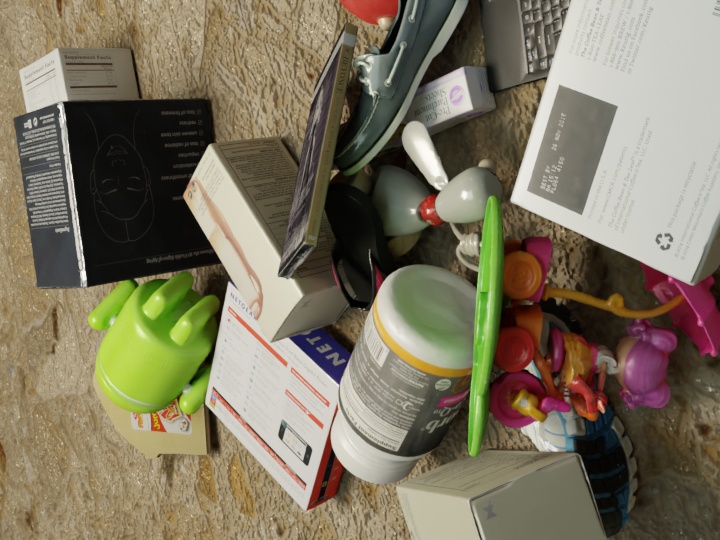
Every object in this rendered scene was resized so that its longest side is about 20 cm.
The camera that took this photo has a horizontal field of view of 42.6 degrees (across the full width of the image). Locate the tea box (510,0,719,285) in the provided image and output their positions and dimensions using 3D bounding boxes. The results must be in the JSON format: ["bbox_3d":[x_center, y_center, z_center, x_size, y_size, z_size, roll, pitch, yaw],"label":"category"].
[{"bbox_3d":[0.219,-0.124,0.600,0.132,0.195,0.204,27,117,28],"label":"tea box"}]

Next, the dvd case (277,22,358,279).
[{"bbox_3d":[-0.041,-0.104,0.853,0.149,0.016,0.204,139,142,-72],"label":"dvd case"}]

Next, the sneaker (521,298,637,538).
[{"bbox_3d":[0.170,0.131,0.797,0.086,0.074,0.204,-35,65,48],"label":"sneaker"}]

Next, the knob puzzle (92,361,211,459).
[{"bbox_3d":[-0.277,0.148,1.231,0.216,0.030,0.225,4,97,30],"label":"knob puzzle"}]

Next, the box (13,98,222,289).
[{"bbox_3d":[-0.278,-0.092,1.084,0.122,0.198,0.201,-3,96,44],"label":"box"}]

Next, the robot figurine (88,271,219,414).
[{"bbox_3d":[-0.247,0.092,1.115,0.175,0.116,0.201,40,124,0],"label":"robot figurine"}]

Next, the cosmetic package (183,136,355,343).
[{"bbox_3d":[-0.092,-0.037,0.986,0.202,0.102,0.088,57,133,21],"label":"cosmetic package"}]

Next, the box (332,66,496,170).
[{"bbox_3d":[0.039,-0.141,0.883,0.198,0.038,0.042,-15,88,44],"label":"box"}]

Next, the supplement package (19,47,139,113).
[{"bbox_3d":[-0.353,-0.175,1.201,0.112,0.108,0.205,-8,93,44],"label":"supplement package"}]

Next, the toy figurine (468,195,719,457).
[{"bbox_3d":[0.179,0.052,0.702,0.180,0.150,0.205,5,101,4],"label":"toy figurine"}]

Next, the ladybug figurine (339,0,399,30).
[{"bbox_3d":[0.003,-0.325,0.859,0.134,0.071,0.204,-15,87,44],"label":"ladybug figurine"}]

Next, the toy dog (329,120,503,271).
[{"bbox_3d":[0.061,-0.077,0.841,0.197,0.132,0.098,11,63,36],"label":"toy dog"}]

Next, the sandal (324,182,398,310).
[{"bbox_3d":[0.000,0.000,0.871,0.074,0.045,0.201,18,150,30],"label":"sandal"}]

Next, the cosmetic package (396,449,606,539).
[{"bbox_3d":[0.110,0.203,0.779,0.200,0.103,0.072,143,109,-74],"label":"cosmetic package"}]

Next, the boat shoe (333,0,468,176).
[{"bbox_3d":[0.021,-0.182,0.826,0.202,0.061,0.073,-58,25,6],"label":"boat shoe"}]

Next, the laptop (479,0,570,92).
[{"bbox_3d":[0.127,-0.244,0.712,0.198,0.102,0.181,-3,95,54],"label":"laptop"}]

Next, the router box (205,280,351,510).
[{"bbox_3d":[-0.088,0.134,1.038,0.199,0.048,0.182,39,128,32],"label":"router box"}]

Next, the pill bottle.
[{"bbox_3d":[0.043,0.103,0.867,0.117,0.115,0.202,46,136,27],"label":"pill bottle"}]
